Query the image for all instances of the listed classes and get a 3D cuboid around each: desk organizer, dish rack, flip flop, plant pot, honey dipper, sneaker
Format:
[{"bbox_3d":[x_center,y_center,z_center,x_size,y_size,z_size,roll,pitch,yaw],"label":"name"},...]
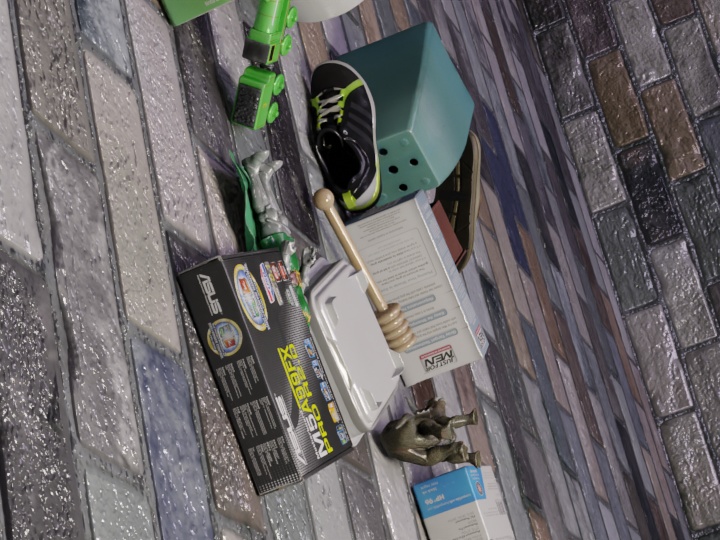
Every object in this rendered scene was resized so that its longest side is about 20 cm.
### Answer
[{"bbox_3d":[0.070,-0.022,2.037,0.077,0.071,0.200,64,16,-7],"label":"desk organizer"},{"bbox_3d":[-0.008,0.075,1.696,0.200,0.043,0.173,-47,116,-72],"label":"dish rack"},{"bbox_3d":[0.126,-0.085,2.161,0.057,0.081,0.201,-5,104,-59],"label":"flip flop"},{"bbox_3d":[0.047,-0.181,2.062,0.142,0.141,0.201,59,24,-31],"label":"plant pot"},{"bbox_3d":[0.000,0.000,1.816,0.201,0.038,0.038,61,17,-15],"label":"honey dipper"},{"bbox_3d":[-0.020,-0.163,1.916,0.083,0.071,0.201,32,39,-63],"label":"sneaker"}]

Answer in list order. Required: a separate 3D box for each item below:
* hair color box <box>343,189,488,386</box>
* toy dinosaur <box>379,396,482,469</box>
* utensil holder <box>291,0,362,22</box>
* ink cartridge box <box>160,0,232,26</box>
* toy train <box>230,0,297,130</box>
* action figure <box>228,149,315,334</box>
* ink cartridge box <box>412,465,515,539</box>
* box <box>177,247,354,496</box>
[{"bbox_3d":[0.062,0.020,1.899,0.061,0.098,0.201,-48,116,-74],"label":"hair color box"},{"bbox_3d":[0.065,0.178,1.737,0.200,0.102,0.078,-11,92,-65],"label":"toy dinosaur"},{"bbox_3d":[-0.074,-0.408,1.883,0.200,0.169,0.171,53,21,-48],"label":"utensil holder"},{"bbox_3d":[-0.173,-0.355,1.627,0.201,0.084,0.145,66,16,-10],"label":"ink cartridge box"},{"bbox_3d":[-0.091,-0.234,1.639,0.056,0.041,0.201,-35,141,-64],"label":"toy train"},{"bbox_3d":[-0.076,-0.010,1.568,0.118,0.054,0.201,26,48,-72],"label":"action figure"},{"bbox_3d":[0.131,0.318,1.796,0.116,0.067,0.201,18,52,-70],"label":"ink cartridge box"},{"bbox_3d":[-0.079,0.083,1.441,0.201,0.044,0.160,69,15,3],"label":"box"}]
